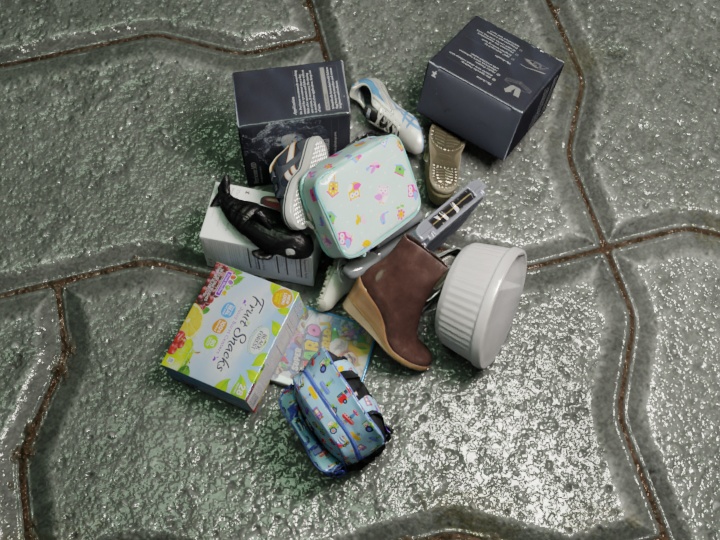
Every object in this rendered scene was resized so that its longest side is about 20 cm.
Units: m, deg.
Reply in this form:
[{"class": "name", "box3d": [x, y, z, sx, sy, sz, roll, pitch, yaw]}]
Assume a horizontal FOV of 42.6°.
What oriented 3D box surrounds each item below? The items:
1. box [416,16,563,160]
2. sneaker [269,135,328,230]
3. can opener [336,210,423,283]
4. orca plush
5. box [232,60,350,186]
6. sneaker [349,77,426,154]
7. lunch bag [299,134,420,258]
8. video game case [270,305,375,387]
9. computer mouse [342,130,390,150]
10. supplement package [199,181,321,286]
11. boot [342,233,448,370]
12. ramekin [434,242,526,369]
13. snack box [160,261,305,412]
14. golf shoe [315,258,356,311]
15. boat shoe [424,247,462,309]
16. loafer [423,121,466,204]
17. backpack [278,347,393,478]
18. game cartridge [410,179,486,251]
[{"class": "box", "box3d": [0.238, -0.339, 1.703, 0.195, 0.119, 0.200, 31, 50, 13]}, {"class": "sneaker", "box3d": [-0.111, -0.138, 1.529, 0.078, 0.079, 0.202, -10, 41, 24]}, {"class": "can opener", "box3d": [0.038, -0.037, 1.561, 0.066, 0.053, 0.199, 30, 52, 35]}, {"class": "orca plush", "box3d": [-0.161, -0.093, 1.515, 0.105, 0.071, 0.200, -39, 71, -17]}, {"class": "box", "box3d": [-0.120, -0.259, 1.649, 0.195, 0.198, 0.120, -7, 65, -4]}, {"class": "sneaker", "box3d": [0.050, -0.284, 1.731, 0.072, 0.073, 0.201, -24, 60, -28]}, {"class": "lunch bag", "box3d": [0.000, -0.115, 1.498, 0.199, 0.163, 0.076, -34, 24, -28]}, {"class": "video game case", "box3d": [-0.081, 0.135, 1.559, 0.196, 0.018, 0.145, 16, 66, 7]}, {"class": "computer mouse", "box3d": [-0.028, -0.170, 1.615, 0.199, 0.140, 0.046, -36, 84, 15]}, {"class": "supplement package", "box3d": [-0.165, -0.063, 1.602, 0.196, 0.110, 0.116, 10, 64, 4]}, {"class": "boot", "box3d": [0.087, 0.056, 1.496, 0.199, 0.073, 0.166, 40, 107, -20]}, {"class": "ramekin", "box3d": [0.195, 0.049, 1.514, 0.093, 0.204, 0.204, 20, 65, 21]}, {"class": "snack box", "box3d": [-0.207, 0.108, 1.529, 0.166, 0.068, 0.203, 19, 68, 19]}, {"class": "golf shoe", "box3d": [0.000, 0.000, 1.596, 0.096, 0.079, 0.201, 32, 67, 6]}, {"class": "boat shoe", "box3d": [0.101, 0.023, 1.586, 0.199, 0.071, 0.072, -42, 71, -18]}, {"class": "loafer", "box3d": [0.148, -0.201, 1.699, 0.074, 0.069, 0.202, 18, 48, -4]}, {"class": "backpack", "box3d": [-0.041, 0.216, 1.410, 0.133, 0.200, 0.184, -33, 77, -6]}, {"class": "game cartridge", "box3d": [0.130, -0.069, 1.583, 0.040, 0.134, 0.199, 42, 50, 11]}]
